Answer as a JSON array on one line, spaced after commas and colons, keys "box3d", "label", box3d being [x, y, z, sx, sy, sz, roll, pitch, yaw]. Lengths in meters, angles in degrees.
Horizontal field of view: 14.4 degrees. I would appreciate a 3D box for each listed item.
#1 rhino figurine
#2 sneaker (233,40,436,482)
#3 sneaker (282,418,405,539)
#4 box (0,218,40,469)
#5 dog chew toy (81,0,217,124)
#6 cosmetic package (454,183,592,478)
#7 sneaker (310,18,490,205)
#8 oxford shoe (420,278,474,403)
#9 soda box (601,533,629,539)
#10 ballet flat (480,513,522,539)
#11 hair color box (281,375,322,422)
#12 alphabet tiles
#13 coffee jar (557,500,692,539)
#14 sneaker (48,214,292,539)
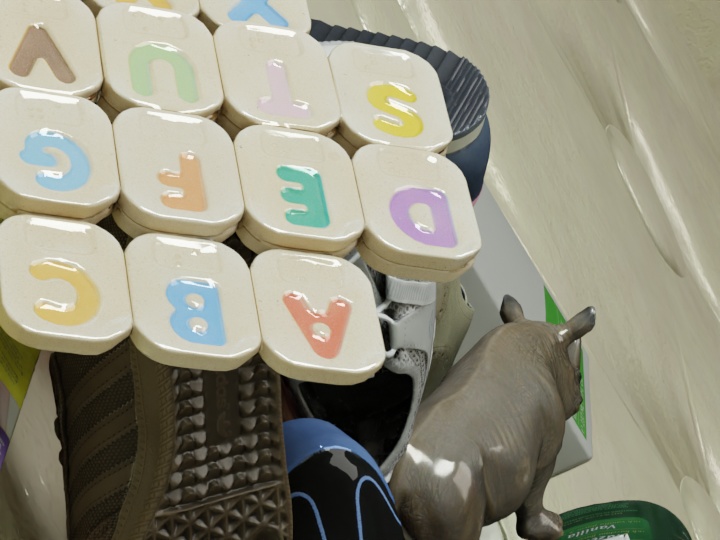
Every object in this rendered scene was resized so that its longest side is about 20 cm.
[{"box3d": [0.056, 0.071, 1.191, 0.200, 0.060, 0.088, -47, 133, -50], "label": "rhino figurine"}, {"box3d": [0.000, 0.000, 1.031, 0.200, 0.074, 0.082, 75, 9, -48], "label": "sneaker"}, {"box3d": [0.003, 0.152, 0.973, 0.078, 0.070, 0.201, 22, -56, 60], "label": "sneaker"}, {"box3d": [-0.150, 0.013, 0.858, 0.118, 0.048, 0.200, 59, 13, -19], "label": "box"}, {"box3d": [-0.117, -0.105, 1.040, 0.125, 0.124, 0.200, 53, 11, -38], "label": "dog chew toy"}, {"box3d": [0.037, 0.010, 1.446, 0.200, 0.085, 0.108, 58, 18, -26], "label": "cosmetic package"}, {"box3d": [-0.035, -0.072, 1.242, 0.070, 0.199, 0.082, -49, 151, -31], "label": "sneaker"}, {"box3d": [0.021, 0.042, 1.235, 0.071, 0.074, 0.200, 43, -27, 27], "label": "oxford shoe"}, {"box3d": [0.064, 0.145, 0.979, 0.200, 0.068, 0.064, 81, -6, -74], "label": "soda box"}, {"box3d": [0.059, 0.159, 1.328, 0.069, 0.069, 0.201, 44, 25, -53], "label": "ballet flat"}, {"box3d": [-0.049, 0.068, 1.087, 0.102, 0.061, 0.200, 58, 15, -25], "label": "hair color box"}, {"box3d": [-0.061, -0.047, 0.891, 0.199, 0.015, 0.196, 8, 45, -20], "label": "alphabet tiles"}, {"box3d": [0.110, 0.169, 1.183, 0.200, 0.085, 0.105, -77, 156, -81], "label": "coffee jar"}, {"box3d": [-0.067, 0.058, 0.943, 0.070, 0.075, 0.201, -1, 103, -35], "label": "sneaker"}]
